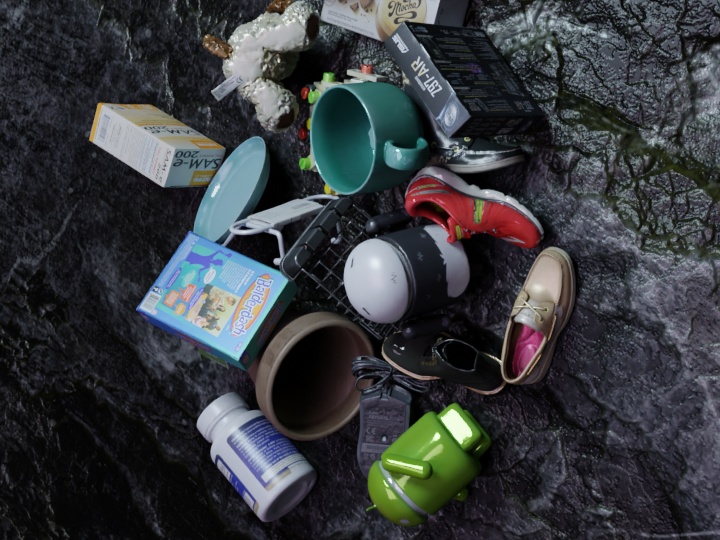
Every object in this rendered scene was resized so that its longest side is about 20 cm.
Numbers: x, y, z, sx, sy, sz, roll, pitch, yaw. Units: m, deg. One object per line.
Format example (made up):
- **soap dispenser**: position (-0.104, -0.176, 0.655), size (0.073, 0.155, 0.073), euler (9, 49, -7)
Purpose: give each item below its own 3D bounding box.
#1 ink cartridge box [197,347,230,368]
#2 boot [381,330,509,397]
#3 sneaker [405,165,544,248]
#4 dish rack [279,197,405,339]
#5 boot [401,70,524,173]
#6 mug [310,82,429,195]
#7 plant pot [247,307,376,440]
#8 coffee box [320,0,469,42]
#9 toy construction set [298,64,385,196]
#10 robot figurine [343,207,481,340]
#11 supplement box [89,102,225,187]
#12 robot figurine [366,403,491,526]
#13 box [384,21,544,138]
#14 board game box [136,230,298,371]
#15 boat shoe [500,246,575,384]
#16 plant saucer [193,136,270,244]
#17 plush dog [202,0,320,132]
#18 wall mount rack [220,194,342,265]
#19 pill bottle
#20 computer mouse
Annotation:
- **ink cartridge box**: position (-0.215, 0.091, 1.854), size (0.059, 0.200, 0.104), euler (27, 71, 6)
- **boot**: position (0.104, 0.112, 1.624), size (0.199, 0.138, 0.078), euler (11, 77, 27)
- **sneaker**: position (0.153, -0.067, 1.582), size (0.199, 0.085, 0.077), euler (23, 150, 10)
- **dish rack**: position (0.000, 0.000, 1.684), size (0.200, 0.154, 0.055), euler (40, 156, -6)
- **boot**: position (0.135, -0.216, 1.607), size (0.203, 0.073, 0.155), euler (7, 106, 40)
- **mug**: position (0.025, -0.175, 1.603), size (0.186, 0.114, 0.152), euler (59, 139, 25)
- **plant pot**: position (-0.103, 0.138, 1.786), size (0.174, 0.199, 0.201), euler (31, 115, 48)
- **coffee box**: position (0.050, -0.387, 1.649), size (0.199, 0.080, 0.114), euler (27, 113, 31)
- **toy construction set**: position (-0.036, -0.220, 1.730), size (0.131, 0.092, 0.201), euler (35, 110, 55)
- **robot figurine**: position (0.071, 0.003, 1.609), size (0.150, 0.199, 0.125), euler (45, 137, 37)
- **supplement box**: position (-0.344, -0.214, 1.943), size (0.200, 0.126, 0.074), euler (31, 112, 29)
- **robot figurine**: position (0.094, 0.287, 1.664), size (0.200, 0.175, 0.116), euler (-43, 59, 5)
- **box**: position (0.141, -0.253, 1.524), size (0.044, 0.200, 0.161), euler (-43, 72, 33)
- **board game box**: position (-0.216, 0.044, 1.734), size (0.199, 0.045, 0.153), euler (24, 70, 26)
- **boat shoe**: position (0.240, 0.067, 1.574), size (0.073, 0.069, 0.201), euler (21, 109, 33)
- **plant saucer**: position (-0.203, -0.122, 1.850), size (0.200, 0.027, 0.201), euler (-40, 34, 34)
- **plush dog**: position (-0.148, -0.327, 1.756), size (0.160, 0.172, 0.201), euler (16, 106, 2)
- **wall mount rack**: position (-0.128, -0.063, 1.773), size (0.173, 0.199, 0.075), euler (15, 119, 47)
- **pill bottle**: position (-0.176, 0.302, 1.891), size (0.200, 0.119, 0.120), euler (46, 121, 23)
- **computer mouse**: position (0.048, 0.230, 1.751), size (0.138, 0.053, 0.201), euler (8, 101, 13)
